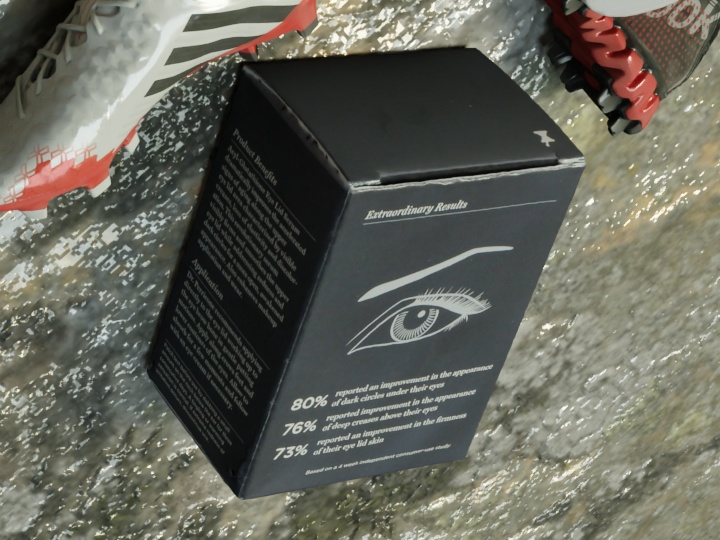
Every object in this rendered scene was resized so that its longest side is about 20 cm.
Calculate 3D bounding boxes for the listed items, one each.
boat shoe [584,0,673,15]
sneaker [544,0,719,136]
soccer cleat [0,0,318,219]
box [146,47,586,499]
[{"bbox_3d":[0.169,-0.198,1.145,0.200,0.070,0.071,-40,144,14],"label":"boat shoe"},{"bbox_3d":[0.129,-0.152,1.248,0.098,0.071,0.200,-38,145,-3],"label":"sneaker"},{"bbox_3d":[-0.104,-0.100,1.108,0.200,0.069,0.085,-35,134,-13],"label":"soccer cleat"},{"bbox_3d":[0.000,0.000,1.261,0.148,0.104,0.200,-6,131,-36],"label":"box"}]
